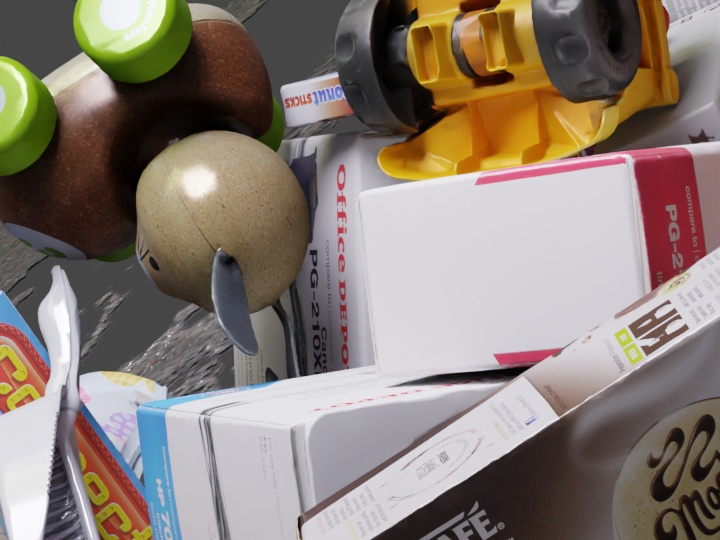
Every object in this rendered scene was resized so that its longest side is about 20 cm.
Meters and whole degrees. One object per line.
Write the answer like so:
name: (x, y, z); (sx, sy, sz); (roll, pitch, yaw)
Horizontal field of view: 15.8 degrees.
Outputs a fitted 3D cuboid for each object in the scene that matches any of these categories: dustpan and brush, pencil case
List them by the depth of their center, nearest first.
dustpan and brush: (-0.147, 0.086, 1.244); (0.057, 0.201, 0.140); (-14, -31, -6)
pencil case: (-0.161, 0.129, 1.537); (0.090, 0.084, 0.200); (-15, 16, 12)

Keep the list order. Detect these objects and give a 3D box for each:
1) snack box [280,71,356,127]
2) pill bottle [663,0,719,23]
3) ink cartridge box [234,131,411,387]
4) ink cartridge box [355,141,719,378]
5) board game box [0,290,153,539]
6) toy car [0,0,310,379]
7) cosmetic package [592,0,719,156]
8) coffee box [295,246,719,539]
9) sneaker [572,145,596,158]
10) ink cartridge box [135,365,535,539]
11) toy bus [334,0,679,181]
snack box: (0.060, -0.106, 1.342); (0.199, 0.025, 0.072); (-14, 5, -33)
pill bottle: (0.248, -0.167, 1.552); (0.199, 0.111, 0.111); (-26, 14, 31)
ink cartridge box: (0.000, 0.000, 1.402); (0.084, 0.146, 0.200); (-2, 0, -23)
ink cartridge box: (0.117, -0.008, 1.128); (0.144, 0.085, 0.199); (-7, 1, 39)
board game box: (-0.202, 0.148, 1.289); (0.196, 0.201, 0.056); (-39, 9, -23)
toy car: (-0.089, -0.020, 1.282); (0.157, 0.201, 0.164); (-33, -26, 6)
cosmetic package: (0.180, -0.061, 1.337); (0.071, 0.102, 0.200); (-24, 14, 19)
coffee box: (0.088, 0.095, 0.967); (0.199, 0.113, 0.080); (-32, 12, 4)
sneaker: (0.125, -0.066, 1.573); (0.200, 0.089, 0.075); (-107, 30, -54)
ink cartridge box: (0.003, 0.090, 1.144); (0.145, 0.087, 0.200); (-8, 4, -23)
toy bus: (0.083, -0.155, 1.244); (0.135, 0.202, 0.192); (-8, 5, 34)
